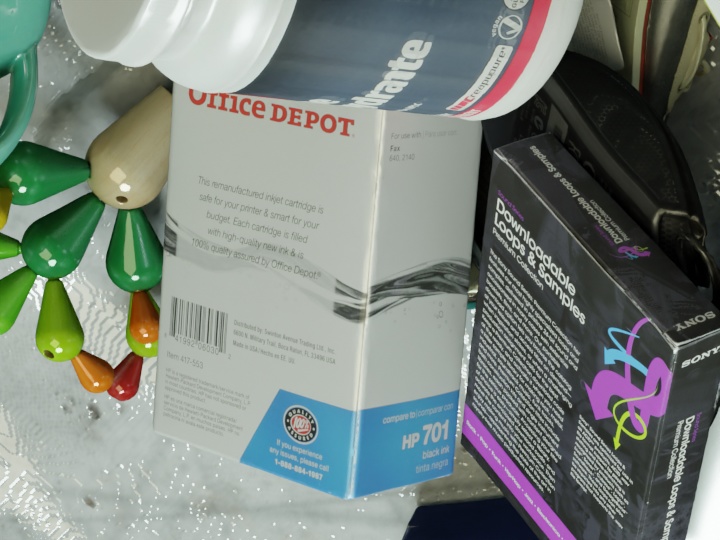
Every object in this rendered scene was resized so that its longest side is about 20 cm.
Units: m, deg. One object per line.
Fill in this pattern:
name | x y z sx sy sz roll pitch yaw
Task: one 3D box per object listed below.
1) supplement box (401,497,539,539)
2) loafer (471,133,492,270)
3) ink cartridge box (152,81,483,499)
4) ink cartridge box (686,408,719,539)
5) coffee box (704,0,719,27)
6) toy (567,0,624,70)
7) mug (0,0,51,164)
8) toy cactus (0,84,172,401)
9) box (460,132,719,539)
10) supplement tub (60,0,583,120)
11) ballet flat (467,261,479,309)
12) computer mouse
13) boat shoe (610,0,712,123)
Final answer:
supplement box | 0.092 0.241 1.283 0.109 0.109 0.201 -9 114 24
loafer | 0.085 -0.013 1.122 0.068 0.070 0.201 -38 69 4
ink cartridge box | -0.023 -0.004 1.124 0.146 0.086 0.201 15 103 41
ink cartridge box | 0.243 0.056 1.103 0.144 0.145 0.200 35 123 1
coffee box | 0.229 -0.209 0.930 0.199 0.200 0.198 -25 106 29
toy | 0.043 -0.155 1.109 0.199 0.047 0.116 4 119 43
mug | -0.222 -0.150 1.163 0.152 0.114 0.186 24 130 56
toy cactus | -0.152 -0.030 1.231 0.165 0.102 0.200 -48 119 0
box | 0.104 0.055 1.043 0.143 0.036 0.201 51 152 37
supplement tub | -0.016 -0.141 0.966 0.199 0.141 0.141 4 129 -29
ballet flat | 0.000 0.000 1.220 0.199 0.070 0.070 -10 113 23
computer mouse | 0.125 -0.027 1.039 0.200 0.053 0.139 56 154 27
boat shoe | 0.144 -0.118 1.095 0.062 0.071 0.201 -7 122 -21
